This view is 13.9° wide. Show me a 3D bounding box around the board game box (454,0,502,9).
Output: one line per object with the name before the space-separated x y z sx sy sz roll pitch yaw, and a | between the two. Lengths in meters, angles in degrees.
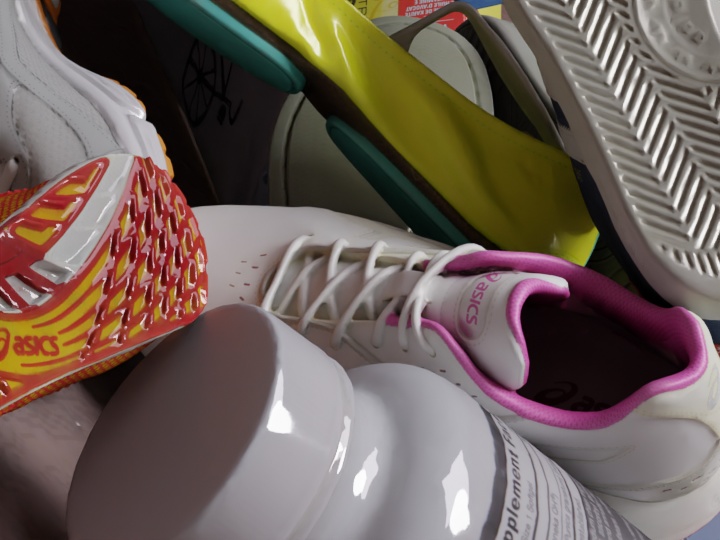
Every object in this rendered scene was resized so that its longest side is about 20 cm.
board game box | 0.019 -0.204 1.005 0.200 0.036 0.152 -100 175 -54

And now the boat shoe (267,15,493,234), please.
boat shoe | 0.002 0.001 0.984 0.074 0.066 0.200 6 48 -2

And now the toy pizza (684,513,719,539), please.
toy pizza | 0.102 0.107 1.080 0.200 0.032 0.201 34 39 -33

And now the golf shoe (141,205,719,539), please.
golf shoe | 0.019 0.014 0.865 0.199 0.076 0.092 16 -24 10

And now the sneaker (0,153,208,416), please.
sneaker | -0.119 0.019 0.742 0.200 0.077 0.073 -9 77 -54

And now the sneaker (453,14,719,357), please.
sneaker | 0.103 -0.012 1.006 0.106 0.075 0.200 10 38 -29

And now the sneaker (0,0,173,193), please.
sneaker | -0.125 -0.050 0.887 0.092 0.076 0.200 5 44 -37

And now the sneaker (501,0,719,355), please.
sneaker | 0.083 -0.063 0.900 0.085 0.075 0.201 73 3 -65

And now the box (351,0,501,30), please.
box | 0.014 -0.082 1.125 0.050 0.075 0.201 59 28 -51

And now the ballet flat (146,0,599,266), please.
ballet flat | 0.000 -0.070 0.926 0.200 0.067 0.067 41 -7 -6

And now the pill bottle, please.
pill bottle | 0.019 0.095 0.813 0.200 0.111 0.111 38 19 -29

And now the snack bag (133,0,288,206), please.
snack bag | -0.036 -0.137 1.093 0.021 0.189 0.200 4 38 -25
